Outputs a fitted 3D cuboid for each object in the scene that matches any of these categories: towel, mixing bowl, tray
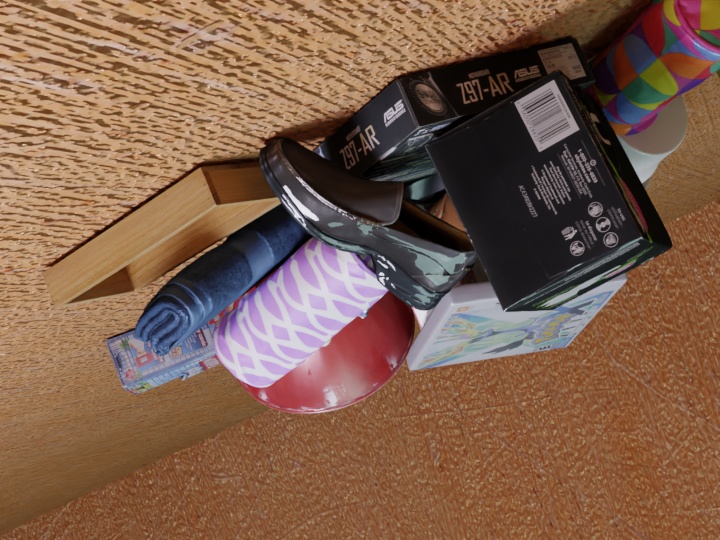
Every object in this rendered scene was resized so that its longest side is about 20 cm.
[{"bbox_3d":[-0.106,-0.008,1.260,0.200,0.049,0.112,-39,180,-33],"label":"towel"},{"bbox_3d":[-0.051,0.032,1.475,0.198,0.201,0.109,-23,137,-5],"label":"mixing bowl"},{"bbox_3d":[-0.160,-0.030,1.183,0.199,0.037,0.098,-28,171,34],"label":"tray"}]

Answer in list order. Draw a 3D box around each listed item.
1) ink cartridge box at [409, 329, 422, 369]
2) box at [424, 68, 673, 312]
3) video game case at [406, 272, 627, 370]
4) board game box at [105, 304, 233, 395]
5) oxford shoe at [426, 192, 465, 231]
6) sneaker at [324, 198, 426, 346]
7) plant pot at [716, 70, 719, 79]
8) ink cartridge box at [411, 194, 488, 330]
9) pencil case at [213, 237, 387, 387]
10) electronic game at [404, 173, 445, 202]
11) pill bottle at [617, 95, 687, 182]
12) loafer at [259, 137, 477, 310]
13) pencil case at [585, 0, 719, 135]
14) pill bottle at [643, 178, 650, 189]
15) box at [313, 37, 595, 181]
[{"bbox_3d":[0.137,0.040,1.566,0.199,0.039,0.099,-29,-175,36],"label":"ink cartridge box"},{"bbox_3d":[0.158,-0.058,1.177,0.124,0.150,0.200,-28,170,15],"label":"box"},{"bbox_3d":[0.151,0.049,1.449,0.180,0.022,0.200,-8,160,-13],"label":"video game case"},{"bbox_3d":[-0.192,0.085,1.749,0.198,0.062,0.200,-22,172,-5],"label":"board game box"},{"bbox_3d":[0.091,-0.043,1.329,0.071,0.072,0.200,-19,180,1],"label":"oxford shoe"},{"bbox_3d":[0.000,0.000,1.328,0.075,0.078,0.200,1,151,-37],"label":"sneaker"},{"bbox_3d":[0.424,-0.198,1.298,0.183,0.202,0.200,-4,163,-32],"label":"plant pot"},{"bbox_3d":[0.098,-0.027,1.537,0.067,0.117,0.200,-20,-172,25],"label":"ink cartridge box"},{"bbox_3d":[-0.046,0.021,1.265,0.200,0.084,0.086,-39,-152,31],"label":"pencil case"},{"bbox_3d":[0.044,-0.081,1.400,0.198,0.042,0.200,-24,-179,0],"label":"electronic game"},{"bbox_3d":[0.223,-0.119,1.416,0.113,0.114,0.200,-19,171,-28],"label":"pill bottle"},{"bbox_3d":[0.009,-0.050,1.142,0.199,0.073,0.072,33,124,-28],"label":"loafer"},{"bbox_3d":[0.259,-0.183,1.220,0.088,0.089,0.200,-20,173,-22],"label":"pencil case"},{"bbox_3d":[0.228,-0.087,1.626,0.115,0.117,0.200,-18,170,-34],"label":"pill bottle"},{"bbox_3d":[0.074,-0.124,1.205,0.199,0.044,0.160,-18,170,-34],"label":"box"}]
